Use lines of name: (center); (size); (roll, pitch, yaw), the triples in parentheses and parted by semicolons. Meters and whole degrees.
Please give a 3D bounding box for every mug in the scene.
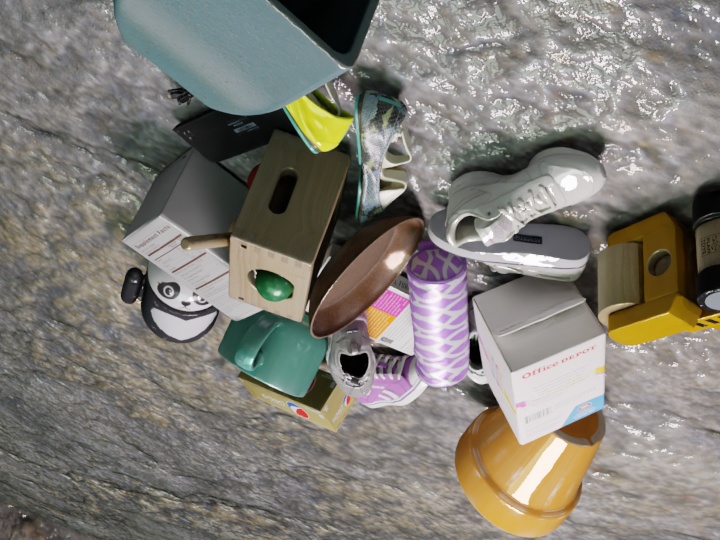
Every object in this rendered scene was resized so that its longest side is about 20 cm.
mug: (-0.119, 0.104, 1.357); (0.150, 0.116, 0.185); (28, 180, -20)

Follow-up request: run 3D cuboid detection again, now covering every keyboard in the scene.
keyboard: (-0.152, -0.192, 1.094); (0.197, 0.021, 0.127); (-13, 140, 37)

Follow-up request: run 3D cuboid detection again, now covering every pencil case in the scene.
pencil case: (0.102, 0.060, 1.217); (0.082, 0.086, 0.203); (-17, 128, -16)

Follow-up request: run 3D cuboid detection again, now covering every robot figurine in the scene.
robot figurine: (-0.261, 0.031, 1.359); (0.125, 0.149, 0.201); (48, 147, 11)

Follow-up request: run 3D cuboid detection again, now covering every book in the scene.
book: (0.020, 0.045, 1.311); (0.197, 0.049, 0.134); (26, 144, -12)

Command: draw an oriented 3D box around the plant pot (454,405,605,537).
plant pot: (0.266, 0.260, 1.370); (0.197, 0.202, 0.185); (23, 131, -6)

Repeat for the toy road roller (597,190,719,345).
toy road roller: (0.377, 0.016, 1.028); (0.145, 0.125, 0.198); (28, 146, -33)

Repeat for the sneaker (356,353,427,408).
sneaker: (0.027, 0.157, 1.440); (0.114, 0.074, 0.199); (38, 142, -20)

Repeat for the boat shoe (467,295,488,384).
boat shoe: (0.167, 0.117, 1.315); (0.072, 0.068, 0.202); (8, 144, 16)

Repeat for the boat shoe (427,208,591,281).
boat shoe: (0.178, -0.024, 1.119); (0.195, 0.072, 0.071); (8, 142, 6)

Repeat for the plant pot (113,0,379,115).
plant pot: (-0.108, -0.258, 0.823); (0.194, 0.199, 0.199); (35, 144, -22)

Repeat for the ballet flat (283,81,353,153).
ballet flat: (-0.080, -0.218, 0.983); (0.066, 0.067, 0.201); (-34, 108, 22)

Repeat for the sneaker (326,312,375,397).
sneaker: (-0.016, 0.138, 1.334); (0.073, 0.083, 0.202); (-8, 143, 2)

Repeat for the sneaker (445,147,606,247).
sneaker: (0.180, -0.071, 1.022); (0.197, 0.101, 0.075); (-15, 132, 38)

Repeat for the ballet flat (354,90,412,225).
ballet flat: (0.026, -0.120, 1.063); (0.073, 0.075, 0.202); (13, 147, 9)

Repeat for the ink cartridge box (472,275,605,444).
ink cartridge box: (0.228, 0.100, 1.170); (0.126, 0.126, 0.202); (-21, 139, -4)

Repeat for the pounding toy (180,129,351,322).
pounding toy: (-0.111, -0.046, 1.097); (0.139, 0.203, 0.185); (19, 152, 1)

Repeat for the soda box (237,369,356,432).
soda box: (-0.107, 0.192, 1.509); (0.197, 0.068, 0.064); (15, 150, 39)

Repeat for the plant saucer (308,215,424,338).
plant saucer: (0.000, 0.000, 1.157); (0.037, 0.199, 0.202); (44, 150, 18)

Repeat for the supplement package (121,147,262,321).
supplement package: (-0.193, -0.044, 1.230); (0.199, 0.119, 0.116); (38, 144, -24)
